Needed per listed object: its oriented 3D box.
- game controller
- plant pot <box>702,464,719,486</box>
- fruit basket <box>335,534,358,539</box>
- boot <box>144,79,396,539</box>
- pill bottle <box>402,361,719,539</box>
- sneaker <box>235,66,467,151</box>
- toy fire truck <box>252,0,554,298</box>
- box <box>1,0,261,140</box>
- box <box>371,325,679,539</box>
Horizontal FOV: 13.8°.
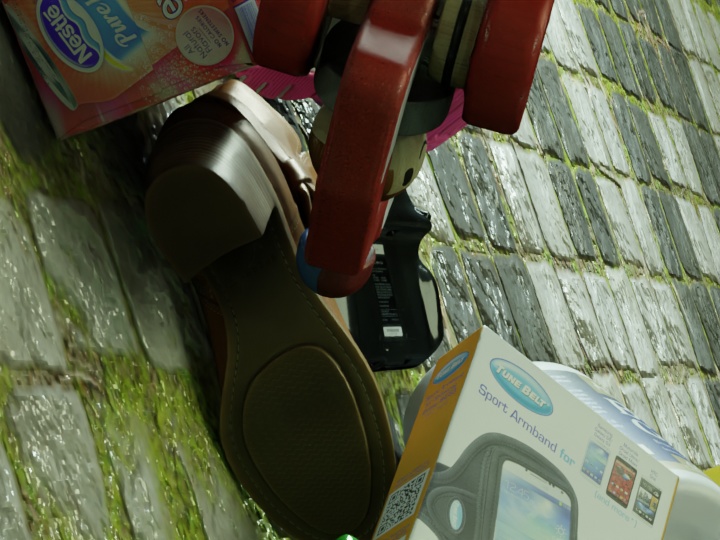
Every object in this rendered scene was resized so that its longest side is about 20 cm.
[{"bbox_3d":[0.000,0.000,1.526,0.200,0.042,0.105,2,83,-73],"label":"game controller"},{"bbox_3d":[0.207,0.211,1.548,0.176,0.199,0.201,166,-97,-82],"label":"plant pot"},{"bbox_3d":[0.009,0.230,1.086,0.216,0.155,0.216,43,22,-22],"label":"fruit basket"},{"bbox_3d":[-0.030,0.012,1.330,0.155,0.073,0.201,-74,144,-71],"label":"boot"},{"bbox_3d":[0.098,0.112,1.464,0.111,0.111,0.200,60,-10,-32],"label":"pill bottle"},{"bbox_3d":[-0.005,-0.121,1.534,0.200,0.081,0.088,33,27,-53],"label":"sneaker"},{"bbox_3d":[0.015,-0.079,1.232,0.200,0.112,0.168,-72,176,-54],"label":"toy fire truck"},{"bbox_3d":[-0.081,-0.134,1.288,0.200,0.094,0.103,-50,119,-72],"label":"box"},{"bbox_3d":[0.069,0.115,1.274,0.119,0.041,0.200,37,45,-16],"label":"box"}]
